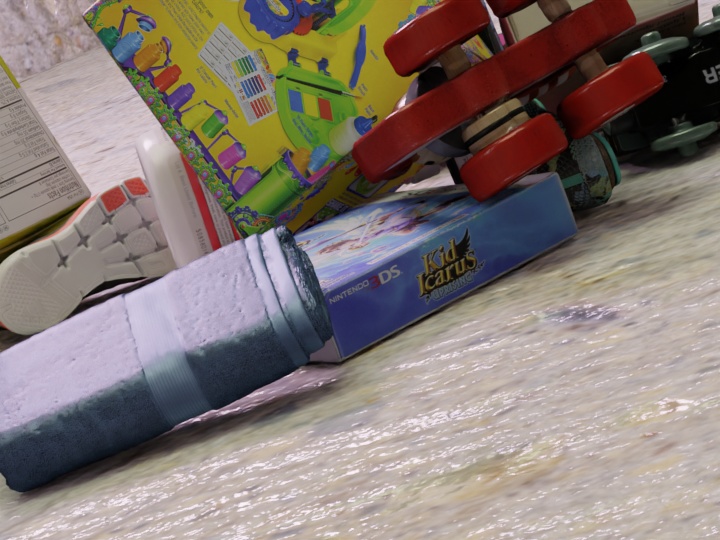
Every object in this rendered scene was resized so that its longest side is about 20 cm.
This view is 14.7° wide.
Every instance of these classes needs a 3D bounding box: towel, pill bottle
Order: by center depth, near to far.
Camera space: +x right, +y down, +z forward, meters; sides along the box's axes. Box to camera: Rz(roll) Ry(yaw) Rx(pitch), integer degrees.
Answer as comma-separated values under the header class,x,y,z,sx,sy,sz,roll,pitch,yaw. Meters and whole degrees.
class,x,y,z,sx,sy,sz,roll,pitch,yaw
towel,-0.113,0.052,1.537,0.199,0.049,0.112,-24,31,3
pill bottle,-0.050,-0.075,1.973,0.199,0.113,0.112,-20,10,-4

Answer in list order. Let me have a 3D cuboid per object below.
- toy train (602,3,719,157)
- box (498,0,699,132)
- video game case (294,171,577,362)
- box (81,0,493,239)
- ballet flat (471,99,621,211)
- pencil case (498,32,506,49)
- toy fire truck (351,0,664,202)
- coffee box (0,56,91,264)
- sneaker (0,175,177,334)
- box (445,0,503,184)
class,x,y,z,sx,sy,sz,roll,pitch,yaw
toy train,0.243,-0.132,1.842,0.199,0.086,0.114,-20,1,-8
box,0.162,-0.179,1.929,0.127,0.110,0.200,-20,-17,3
video game case,0.000,0.000,1.684,0.199,0.046,0.181,-27,12,-36
box,-0.040,-0.146,1.845,0.192,0.200,0.122,-40,-18,10
ballet flat,0.107,-0.072,1.802,0.074,0.075,0.200,-21,9,-8
pencil case,0.090,-0.143,2.129,0.199,0.091,0.094,-17,25,-6
toy fire truck,0.075,-0.106,1.694,0.199,0.112,0.168,-32,-3,-29
coffee box,-0.362,-0.054,2.057,0.200,0.198,0.200,-39,-6,42
sneaker,-0.204,-0.013,2.047,0.199,0.077,0.082,-26,6,-34
box,0.062,-0.169,1.994,0.049,0.201,0.161,-22,6,12
